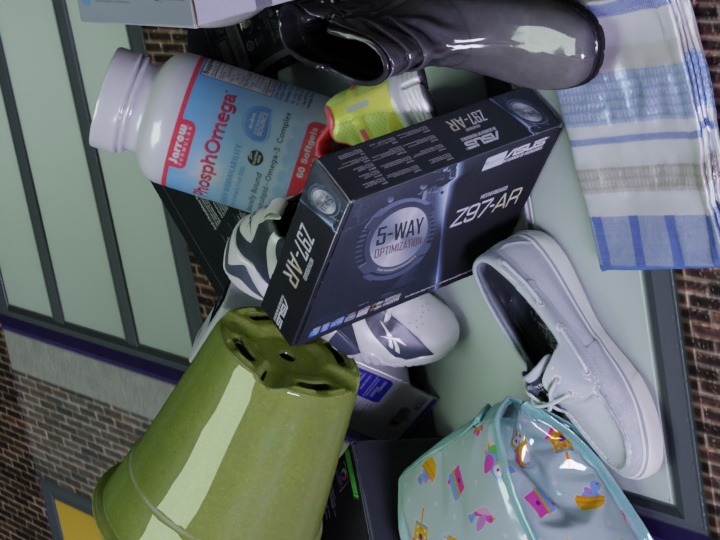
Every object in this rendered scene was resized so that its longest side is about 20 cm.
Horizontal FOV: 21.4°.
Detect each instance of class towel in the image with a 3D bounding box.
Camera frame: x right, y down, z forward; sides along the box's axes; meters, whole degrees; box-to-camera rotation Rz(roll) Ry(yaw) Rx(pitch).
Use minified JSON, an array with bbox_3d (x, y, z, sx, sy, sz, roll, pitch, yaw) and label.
[{"bbox_3d":[0.184,-0.095,1.276,0.146,0.024,0.202,0,108,56],"label":"towel"}]

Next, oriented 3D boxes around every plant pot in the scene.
[{"bbox_3d":[-0.090,0.139,1.522,0.200,0.199,0.191,43,121,34],"label":"plant pot"}]

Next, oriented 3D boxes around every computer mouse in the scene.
[{"bbox_3d":[-0.062,-0.205,1.556,0.199,0.053,0.140,-15,93,45],"label":"computer mouse"}]

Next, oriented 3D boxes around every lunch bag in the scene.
[{"bbox_3d":[0.124,0.203,1.438,0.201,0.122,0.170,58,147,6],"label":"lunch bag"}]

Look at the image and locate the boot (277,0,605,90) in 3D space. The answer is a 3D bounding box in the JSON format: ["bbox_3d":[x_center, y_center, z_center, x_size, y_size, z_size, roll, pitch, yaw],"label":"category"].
[{"bbox_3d":[0.052,-0.148,1.275,0.199,0.131,0.070,14,117,35],"label":"boot"}]

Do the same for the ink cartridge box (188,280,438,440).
[{"bbox_3d":[-0.037,0.079,1.609,0.199,0.039,0.100,25,142,-10],"label":"ink cartridge box"}]

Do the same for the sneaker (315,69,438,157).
[{"bbox_3d":[0.010,-0.097,1.417,0.200,0.090,0.079,79,174,-71],"label":"sneaker"}]

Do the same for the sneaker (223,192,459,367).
[{"bbox_3d":[0.000,0.000,1.466,0.198,0.080,0.130,32,153,-5],"label":"sneaker"}]

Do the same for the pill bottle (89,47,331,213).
[{"bbox_3d":[-0.110,-0.109,1.526,0.199,0.109,0.109,17,135,-2],"label":"pill bottle"}]

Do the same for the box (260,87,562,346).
[{"bbox_3d":[0.036,-0.039,1.359,0.044,0.199,0.161,51,142,24],"label":"box"}]

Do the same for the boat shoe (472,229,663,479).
[{"bbox_3d":[0.143,0.068,1.378,0.202,0.071,0.070,61,146,13],"label":"boat shoe"}]

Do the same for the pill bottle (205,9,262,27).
[{"bbox_3d":[-0.127,-0.296,1.505,0.113,0.112,0.201,116,148,-48],"label":"pill bottle"}]

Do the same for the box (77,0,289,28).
[{"bbox_3d":[-0.076,-0.211,1.330,0.155,0.199,0.042,13,117,53],"label":"box"}]

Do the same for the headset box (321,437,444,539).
[{"bbox_3d":[0.022,0.253,1.583,0.200,0.092,0.175,125,140,-55],"label":"headset box"}]

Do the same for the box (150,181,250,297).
[{"bbox_3d":[-0.091,-0.050,1.650,0.201,0.079,0.141,58,143,16],"label":"box"}]
